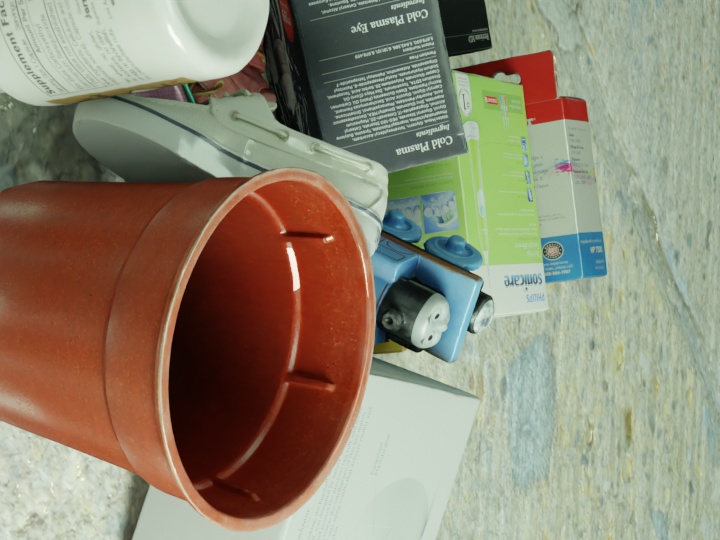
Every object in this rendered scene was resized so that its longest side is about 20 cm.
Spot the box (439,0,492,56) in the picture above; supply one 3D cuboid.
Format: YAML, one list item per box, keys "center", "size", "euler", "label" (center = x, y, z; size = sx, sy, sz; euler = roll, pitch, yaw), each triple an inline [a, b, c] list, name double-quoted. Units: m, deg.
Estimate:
- center: [0.031, -0.247, 1.380]
  size: [0.200, 0.078, 0.142]
  euler: [-20, 101, -59]
  label: "box"

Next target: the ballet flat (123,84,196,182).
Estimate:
- center: [-0.114, -0.065, 1.032]
  size: [0.071, 0.069, 0.201]
  euler: [-32, 107, -9]
  label: "ballet flat"

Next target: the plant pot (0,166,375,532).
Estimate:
- center: [-0.124, 0.031, 0.937]
  size: [0.200, 0.194, 0.203]
  euler: [-20, 114, -54]
  label: "plant pot"

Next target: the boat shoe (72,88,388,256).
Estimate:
- center: [-0.074, -0.073, 0.981]
  size: [0.199, 0.071, 0.070]
  euler: [20, 65, -10]
  label: "boat shoe"

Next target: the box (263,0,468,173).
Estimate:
- center: [-0.011, -0.172, 1.173]
  size: [0.200, 0.103, 0.184]
  euler: [-138, -146, -74]
  label: "box"

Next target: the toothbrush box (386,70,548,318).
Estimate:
- center: [0.083, -0.058, 1.360]
  size: [0.145, 0.085, 0.202]
  euler: [-4, 85, -60]
  label: "toothbrush box"

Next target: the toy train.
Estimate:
- center: [0.000, 0.000, 1.188]
  size: [0.114, 0.199, 0.087]
  euler: [-25, 137, -56]
  label: "toy train"

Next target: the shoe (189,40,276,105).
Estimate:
- center: [-0.119, -0.144, 1.110]
  size: [0.200, 0.071, 0.092]
  euler: [-18, 97, -64]
  label: "shoe"

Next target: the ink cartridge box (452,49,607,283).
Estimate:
- center: [0.147, -0.087, 1.447]
  size: [0.067, 0.115, 0.202]
  euler: [-4, 87, -60]
  label: "ink cartridge box"

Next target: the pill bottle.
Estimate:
- center: [-0.161, -0.153, 0.912]
  size: [0.114, 0.199, 0.115]
  euler: [13, 75, -59]
  label: "pill bottle"

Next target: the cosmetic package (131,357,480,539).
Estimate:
- center: [-0.039, 0.153, 1.113]
  size: [0.200, 0.122, 0.201]
  euler: [20, 89, -59]
  label: "cosmetic package"

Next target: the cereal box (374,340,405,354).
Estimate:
- center: [0.056, -0.021, 1.430]
  size: [0.200, 0.039, 0.145]
  euler: [-26, 108, -58]
  label: "cereal box"
